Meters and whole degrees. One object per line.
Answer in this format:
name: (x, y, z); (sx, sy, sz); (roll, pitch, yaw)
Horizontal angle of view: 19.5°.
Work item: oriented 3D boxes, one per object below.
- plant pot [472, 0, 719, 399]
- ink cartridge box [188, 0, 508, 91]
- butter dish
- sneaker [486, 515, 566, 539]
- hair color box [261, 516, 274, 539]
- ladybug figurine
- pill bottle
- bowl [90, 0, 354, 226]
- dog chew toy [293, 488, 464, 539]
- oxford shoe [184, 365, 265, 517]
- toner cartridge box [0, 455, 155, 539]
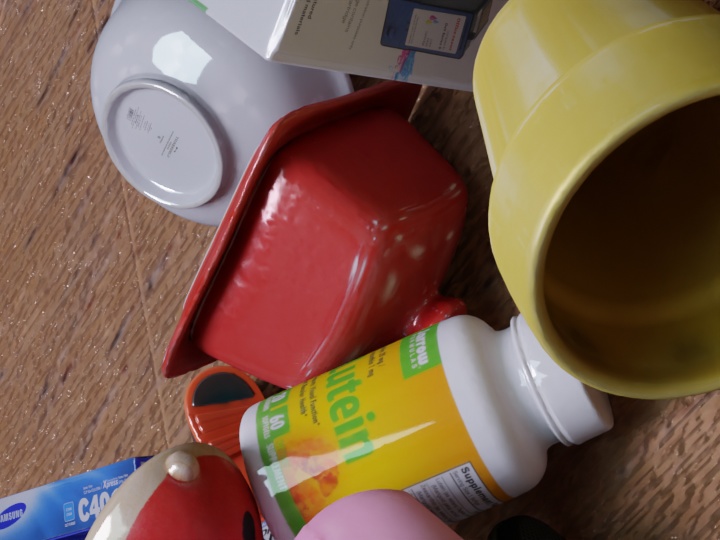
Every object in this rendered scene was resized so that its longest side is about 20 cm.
plant pot: (0.150, -0.066, 1.106); (0.201, 0.200, 0.189); (-61, 32, 27)
ink cartridge box: (-0.004, -0.179, 1.267); (0.145, 0.200, 0.088); (39, 114, 43)
butter dish: (0.000, 0.000, 1.298); (0.148, 0.199, 0.200); (36, 117, 17)
sneaker: (0.157, 0.188, 1.165); (0.199, 0.076, 0.114); (48, 121, 35)
hair color box: (-0.029, 0.255, 1.284); (0.064, 0.111, 0.200); (-35, 36, 19)
ladybug figurine: (-0.107, 0.185, 1.209); (0.072, 0.136, 0.200); (36, 138, 28)
pill bottle: (0.040, 0.093, 1.225); (0.200, 0.111, 0.111); (-24, 67, 12)
bowl: (-0.108, -0.103, 1.393); (0.201, 0.090, 0.201); (18, 130, 23)
dog chew toy: (-0.015, 0.217, 1.136); (0.200, 0.125, 0.124); (-50, 46, -5)
oxford shoe: (-0.065, 0.164, 1.441); (0.073, 0.071, 0.200); (111, 140, -73)
toner cartridge box: (-0.181, 0.172, 1.536); (0.200, 0.095, 0.043); (-20, 72, 46)
